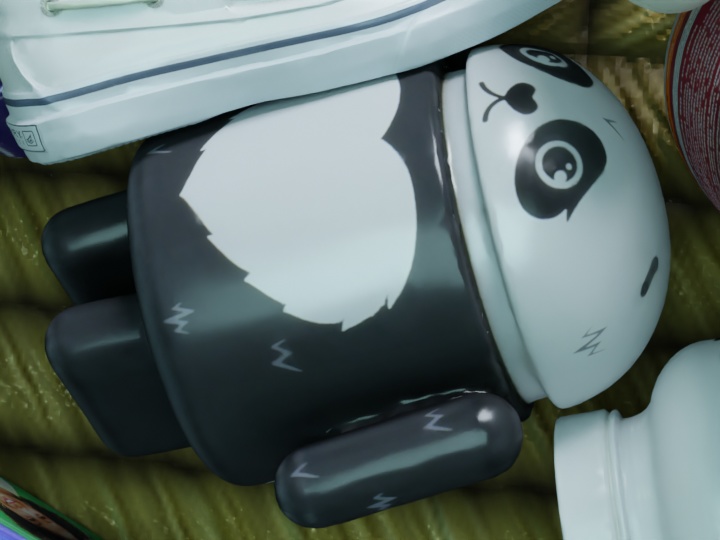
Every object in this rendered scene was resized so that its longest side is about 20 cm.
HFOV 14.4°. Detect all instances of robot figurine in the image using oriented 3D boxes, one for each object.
[{"bbox_3d":[-0.001,-0.002,0.917,0.200,0.125,0.150,-14,91,10],"label":"robot figurine"}]

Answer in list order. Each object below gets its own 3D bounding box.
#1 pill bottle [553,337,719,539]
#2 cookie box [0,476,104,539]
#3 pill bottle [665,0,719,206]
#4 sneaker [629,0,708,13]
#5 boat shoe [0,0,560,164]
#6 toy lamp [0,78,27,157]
[{"bbox_3d":[0.167,0.070,0.902,0.200,0.112,0.113,-9,92,10],"label":"pill bottle"},{"bbox_3d":[-0.103,0.185,0.971,0.200,0.075,0.171,30,97,5],"label":"cookie box"},{"bbox_3d":[0.157,-0.043,0.835,0.113,0.200,0.113,0,103,-1],"label":"pill bottle"},{"bbox_3d":[0.072,-0.148,0.884,0.077,0.111,0.200,14,59,-27],"label":"sneaker"},{"bbox_3d":[-0.022,-0.093,0.904,0.200,0.074,0.067,-20,108,-7],"label":"boat shoe"},{"bbox_3d":[-0.148,-0.103,0.908,0.058,0.200,0.058,-11,55,16],"label":"toy lamp"}]
